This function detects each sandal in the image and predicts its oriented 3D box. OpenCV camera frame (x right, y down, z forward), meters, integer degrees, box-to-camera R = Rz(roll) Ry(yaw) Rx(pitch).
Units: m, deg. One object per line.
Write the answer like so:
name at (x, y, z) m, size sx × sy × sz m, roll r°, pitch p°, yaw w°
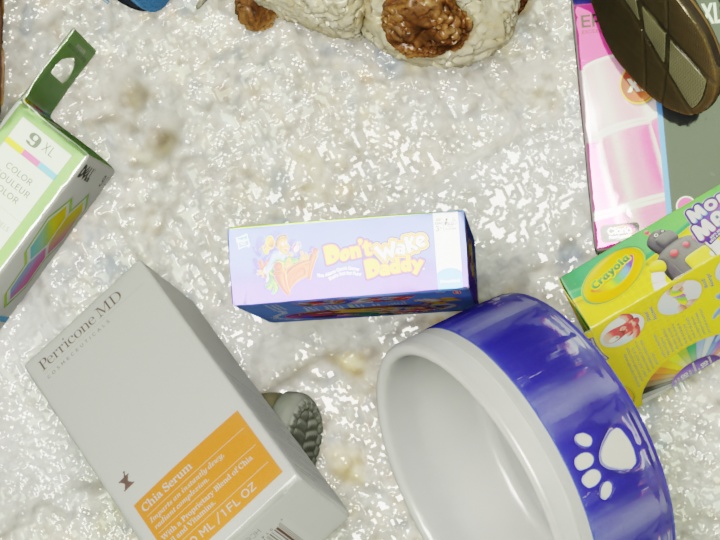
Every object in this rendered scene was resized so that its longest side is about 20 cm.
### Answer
sandal at (0.165, -0.184, 1.618) m, size 0.054 × 0.082 × 0.200 m, roll -22°, pitch 60°, yaw -26°

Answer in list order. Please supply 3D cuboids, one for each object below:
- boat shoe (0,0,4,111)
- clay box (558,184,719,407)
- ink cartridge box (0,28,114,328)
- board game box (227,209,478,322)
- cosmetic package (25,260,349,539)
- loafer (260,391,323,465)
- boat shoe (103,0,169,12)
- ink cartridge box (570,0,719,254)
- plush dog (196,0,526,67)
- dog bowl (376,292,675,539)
boat shoe at (-0.242, -0.174, 1.606) m, size 0.072 × 0.072 × 0.202 m, roll -5°, pitch 100°, yaw -30°
clay box at (0.202, 0.009, 1.601) m, size 0.199 × 0.115 × 0.048 m, roll -29°, pitch 57°, yaw 2°
ink cartridge box at (-0.207, -0.045, 1.641) m, size 0.059 × 0.104 × 0.200 m, roll 36°, pitch 89°, yaw 5°
board game box at (0.000, 0.000, 1.575) m, size 0.133 × 0.200 × 0.045 m, roll -4°, pitch 86°, yaw 3°
cosmetic package at (-0.105, 0.100, 1.594) m, size 0.101 × 0.071 × 0.200 m, roll -43°, pitch 53°, yaw 3°
loafer at (-0.084, 0.166, 1.644) m, size 0.069 × 0.075 × 0.201 m, roll 14°, pitch 78°, yaw 27°
boat shoe at (-0.177, -0.238, 1.630) m, size 0.068 × 0.200 × 0.084 m, roll 7°, pitch 53°, yaw 37°
ink cartridge box at (0.182, -0.113, 1.653) m, size 0.094 × 0.037 × 0.202 m, roll -5°, pitch 84°, yaw 4°
plush dog at (0.015, -0.180, 1.611) m, size 0.171 × 0.200 × 0.161 m, roll 29°, pitch 123°, yaw 14°
dog bowl at (0.094, 0.117, 1.557) m, size 0.078 × 0.200 × 0.201 m, roll -26°, pitch 85°, yaw -21°
